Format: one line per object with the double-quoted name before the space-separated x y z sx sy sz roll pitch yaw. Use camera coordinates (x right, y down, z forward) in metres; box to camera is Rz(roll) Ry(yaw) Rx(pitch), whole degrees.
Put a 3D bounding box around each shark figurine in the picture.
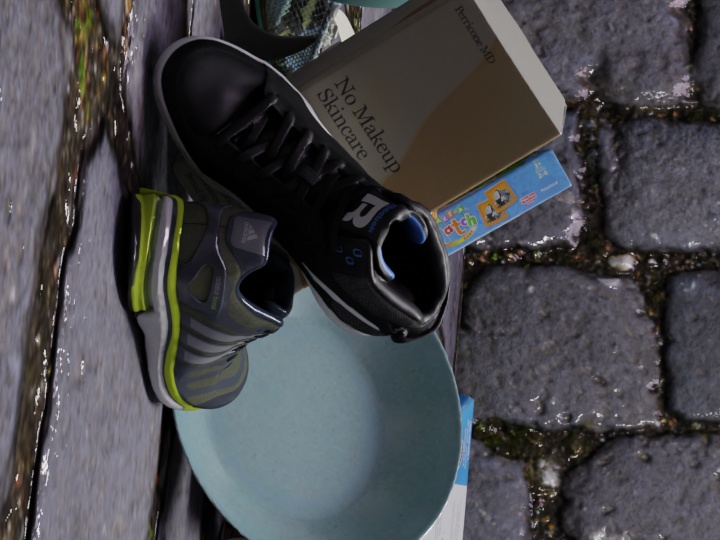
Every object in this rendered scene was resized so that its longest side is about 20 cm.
"shark figurine" -0.065 -0.121 1.571 0.214 0.128 0.090 33 32 -63

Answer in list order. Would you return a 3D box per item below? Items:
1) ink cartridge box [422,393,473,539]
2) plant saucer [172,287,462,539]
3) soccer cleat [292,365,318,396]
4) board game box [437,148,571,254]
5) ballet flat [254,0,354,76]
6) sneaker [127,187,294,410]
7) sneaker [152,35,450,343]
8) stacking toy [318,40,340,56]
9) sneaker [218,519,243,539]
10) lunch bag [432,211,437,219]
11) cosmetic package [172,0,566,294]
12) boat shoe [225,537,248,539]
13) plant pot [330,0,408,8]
"ink cartridge box" 0.002 0.183 1.797 0.200 0.084 0.145 -45 144 -57
"plant saucer" -0.032 0.083 1.538 0.039 0.201 0.202 -30 -132 53
"soccer cleat" -0.051 0.016 1.646 0.200 0.073 0.068 -80 171 -47
"board game box" 0.054 -0.028 1.962 0.037 0.200 0.151 60 -4 -4
"ballet flat" -0.032 -0.129 1.794 0.200 0.074 0.074 84 11 -57
"sneaker" -0.074 0.023 1.397 0.200 0.081 0.074 79 16 -66
"sneaker" -0.020 -0.048 1.372 0.073 0.200 0.112 -46 -162 -16
"stacking toy" -0.007 -0.067 1.905 0.200 0.146 0.146 -57 153 -46
"sneaker" -0.048 0.176 1.623 0.115 0.075 0.201 -148 -130 -71
"lunch bag" 0.000 0.000 1.752 0.160 0.075 0.201 -29 122 -75
"cosmetic package" 0.006 -0.076 1.464 0.105 0.200 0.071 55 16 -12
"boat shoe" -0.082 0.253 1.497 0.062 0.074 0.201 168 -73 -88
"plant pot" 0.007 -0.255 1.572 0.201 0.200 0.161 -75 177 -63
